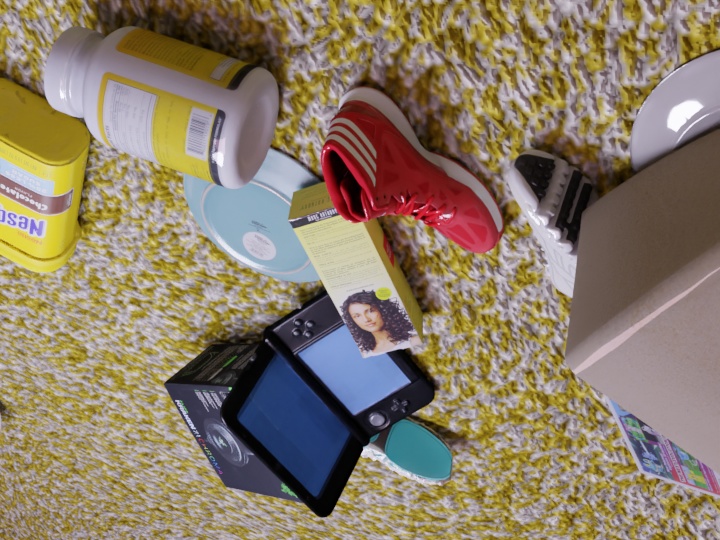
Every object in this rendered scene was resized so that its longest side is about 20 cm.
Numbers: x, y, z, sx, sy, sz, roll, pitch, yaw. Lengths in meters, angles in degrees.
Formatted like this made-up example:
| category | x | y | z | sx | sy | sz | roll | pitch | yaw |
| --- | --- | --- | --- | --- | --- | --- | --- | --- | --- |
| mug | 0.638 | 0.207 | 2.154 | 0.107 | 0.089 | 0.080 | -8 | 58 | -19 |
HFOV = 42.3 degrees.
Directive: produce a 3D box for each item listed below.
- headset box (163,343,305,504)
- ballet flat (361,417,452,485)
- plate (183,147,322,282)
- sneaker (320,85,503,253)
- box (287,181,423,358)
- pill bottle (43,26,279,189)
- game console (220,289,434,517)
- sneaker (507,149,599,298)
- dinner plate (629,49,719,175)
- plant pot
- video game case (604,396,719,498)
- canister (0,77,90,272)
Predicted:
| category | x | y | z | sx | sy | sz | roll | pitch | yaw |
| --- | --- | --- | --- | --- | --- | --- | --- | --- | --- |
| headset box | -0.127 | 0.187 | 1.163 | 0.198 | 0.093 | 0.176 | -5 | 118 | 50 |
| ballet flat | 0.031 | 0.214 | 1.189 | 0.198 | 0.072 | 0.072 | 24 | 142 | 13 |
| plate | -0.106 | -0.053 | 0.995 | 0.197 | 0.026 | 0.202 | 16 | 140 | 14 |
| sneaker | 0.038 | -0.058 | 0.828 | 0.199 | 0.116 | 0.078 | 39 | 141 | -14 |
| box | 0.000 | 0.000 | 0.956 | 0.074 | 0.051 | 0.201 | -16 | 127 | 18 |
| pill bottle | -0.183 | -0.157 | 0.854 | 0.197 | 0.113 | 0.113 | 20 | 142 | 11 |
| game console | -0.030 | 0.149 | 1.053 | 0.175 | 0.117 | 0.201 | -31 | 118 | 17 |
| sneaker | 0.187 | -0.021 | 0.823 | 0.200 | 0.076 | 0.081 | 46 | 147 | -21 |
| dinner plate | 0.307 | -0.082 | 0.716 | 0.197 | 0.024 | 0.202 | 18 | 141 | 15 |
| plant pot | 0.286 | 0.008 | 0.668 | 0.198 | 0.201 | 0.177 | 33 | 130 | -8 |
| video game case | 0.335 | 0.161 | 0.933 | 0.181 | 0.023 | 0.201 | 11 | 142 | 47 |
| canister | -0.386 | -0.105 | 1.057 | 0.147 | 0.087 | 0.201 | 29 | 140 | -2 |
